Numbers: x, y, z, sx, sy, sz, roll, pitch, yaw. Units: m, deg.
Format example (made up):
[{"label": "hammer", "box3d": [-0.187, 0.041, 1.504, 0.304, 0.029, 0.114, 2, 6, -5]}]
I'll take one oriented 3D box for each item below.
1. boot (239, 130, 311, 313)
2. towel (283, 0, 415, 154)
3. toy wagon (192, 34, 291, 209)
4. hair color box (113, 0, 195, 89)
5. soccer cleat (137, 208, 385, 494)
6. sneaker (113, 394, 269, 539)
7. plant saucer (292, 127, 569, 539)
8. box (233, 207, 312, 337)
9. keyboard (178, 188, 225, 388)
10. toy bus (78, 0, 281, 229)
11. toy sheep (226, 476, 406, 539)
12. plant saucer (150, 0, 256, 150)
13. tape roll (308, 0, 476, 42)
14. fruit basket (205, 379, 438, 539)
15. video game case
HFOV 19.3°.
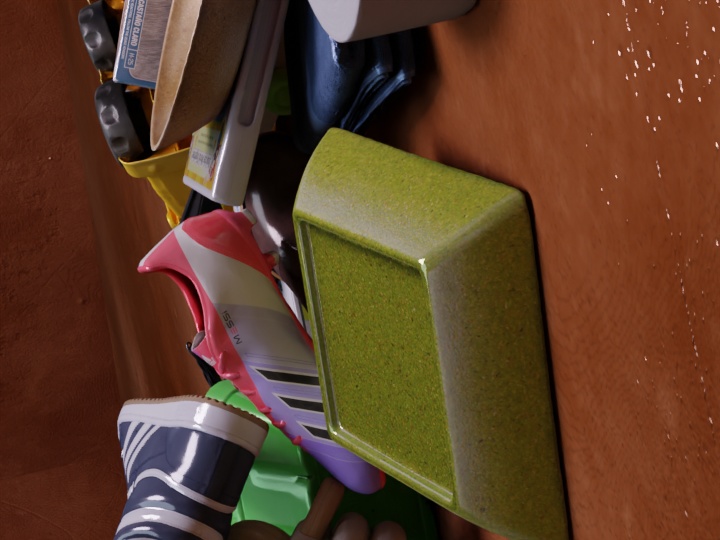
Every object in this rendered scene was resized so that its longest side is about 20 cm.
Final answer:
[{"label": "boot", "box3d": [0.000, 0.000, 1.293, 0.200, 0.072, 0.166, 66, 161, -5]}, {"label": "towel", "box3d": [-0.010, -0.137, 1.241, 0.200, 0.048, 0.112, 128, 136, -77]}, {"label": "toy wagon", "box3d": [-0.084, -0.122, 1.479, 0.155, 0.039, 0.200, -102, 32, -49]}, {"label": "hair color box", "box3d": [-0.134, -0.182, 1.476, 0.200, 0.060, 0.100, -123, 44, -79]}, {"label": "soccer cleat", "box3d": [-0.056, 0.056, 1.282, 0.200, 0.076, 0.067, 59, 163, 2]}, {"label": "sneaker", "box3d": [-0.125, 0.141, 1.338, 0.200, 0.070, 0.109, -19, 49, 67]}, {"label": "plant saucer", "box3d": [0.026, 0.039, 1.132, 0.200, 0.048, 0.200, 24, 128, 57]}, {"label": "box", "box3d": [-0.040, -0.012, 1.510, 0.200, 0.060, 0.117, -150, 48, -75]}, {"label": "keyboard", "box3d": [-0.097, 0.041, 1.483, 0.200, 0.021, 0.127, 72, -162, -44]}, {"label": "toy bus", "box3d": [-0.126, -0.130, 1.688, 0.192, 0.135, 0.200, 65, -174, -56]}, {"label": "toy sheep", "box3d": [0.001, 0.213, 1.307, 0.138, 0.200, 0.138, -63, -5, -9]}, {"label": "plant saucer", "box3d": [-0.087, -0.166, 1.277, 0.200, 0.035, 0.201, -168, 90, -79]}, {"label": "tape roll", "box3d": [0.001, -0.218, 1.055, 0.200, 0.066, 0.201, 168, 90, -79]}, {"label": "fruit basket", "box3d": [-0.030, 0.155, 1.475, 0.216, 0.155, 0.216, 36, 134, 49]}, {"label": "video game case", "box3d": [-0.073, -0.136, 1.328, 0.200, 0.023, 0.183, -152, 75, -79]}]
